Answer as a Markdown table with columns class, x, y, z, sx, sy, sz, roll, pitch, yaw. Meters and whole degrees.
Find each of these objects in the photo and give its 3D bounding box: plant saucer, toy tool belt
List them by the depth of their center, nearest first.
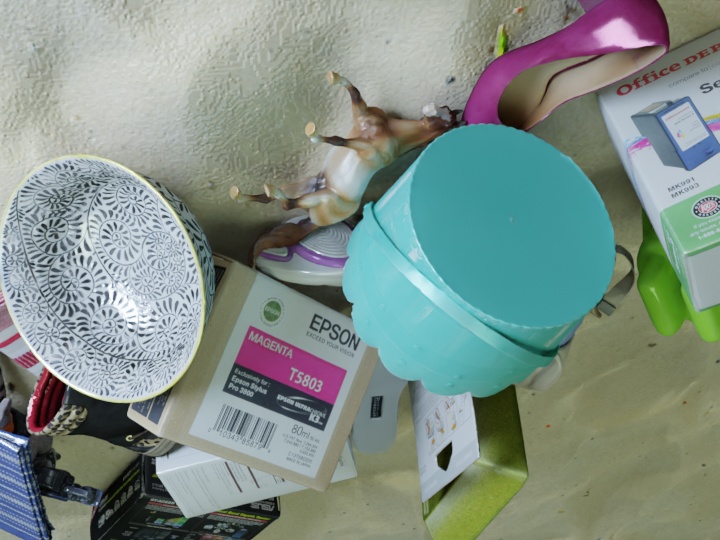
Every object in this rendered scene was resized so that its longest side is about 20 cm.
| class | x | y | z | sx | sy | sz | roll | pitch | yaw |
| --- | --- | --- | --- | --- | --- | --- | --- | --- | --- |
| toy tool belt | 0.193 | 0.015 | 0.894 | 0.124 | 0.123 | 0.201 | 32 | 125 | 3 |
| plant saucer | 0.112 | 0.190 | 0.996 | 0.047 | 0.201 | 0.200 | 12 | 135 | -13 |

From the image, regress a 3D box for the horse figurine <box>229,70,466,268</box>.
| class | x | y | z | sx | sy | sz | roll | pitch | yaw |
| --- | --- | --- | --- | --- | --- | --- | --- | --- | --- |
| horse figurine | -0.022 | -0.083 | 0.739 | 0.132 | 0.050 | 0.200 | 10 | 130 | -50 |

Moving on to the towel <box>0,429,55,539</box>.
| class | x | y | z | sx | sy | sz | roll | pitch | yaw |
| --- | --- | --- | --- | --- | --- | --- | --- | --- | --- |
| towel | -0.374 | 0.196 | 0.874 | 0.144 | 0.024 | 0.201 | 21 | 137 | 9 |

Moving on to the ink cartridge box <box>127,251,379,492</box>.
| class | x | y | z | sx | sy | sz | roll | pitch | yaw |
| --- | --- | --- | --- | --- | --- | --- | --- | --- | --- |
| ink cartridge box | -0.090 | 0.097 | 0.829 | 0.199 | 0.166 | 0.075 | 28 | 171 | -37 |

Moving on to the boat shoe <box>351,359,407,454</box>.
| class | x | y | z | sx | sy | sz | roll | pitch | yaw |
| --- | --- | --- | --- | --- | --- | --- | --- | --- | --- |
| boat shoe | 0.020 | 0.110 | 0.975 | 0.070 | 0.070 | 0.201 | -1 | 128 | -8 |

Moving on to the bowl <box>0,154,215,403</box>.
| class | x | y | z | sx | sy | sz | roll | pitch | yaw |
| --- | --- | --- | --- | --- | --- | --- | --- | --- | --- |
| bowl | -0.192 | -0.002 | 0.739 | 0.199 | 0.094 | 0.203 | 6 | 107 | 20 |

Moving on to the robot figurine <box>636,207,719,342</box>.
| class | x | y | z | sx | sy | sz | roll | pitch | yaw |
| --- | --- | --- | --- | --- | --- | --- | --- | --- | --- |
| robot figurine | 0.325 | -0.031 | 0.795 | 0.175 | 0.200 | 0.116 | 4 | 138 | 50 |

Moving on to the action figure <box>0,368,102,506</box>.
| class | x | y | z | sx | sy | sz | roll | pitch | yaw |
| --- | --- | --- | --- | --- | --- | --- | --- | --- | --- |
| action figure | -0.353 | 0.172 | 0.926 | 0.198 | 0.105 | 0.194 | 10 | 147 | 11 |

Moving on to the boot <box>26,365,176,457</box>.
| class | x | y | z | sx | sy | sz | roll | pitch | yaw |
| --- | --- | --- | --- | --- | --- | --- | --- | --- | --- |
| boot | -0.213 | 0.094 | 0.850 | 0.150 | 0.073 | 0.200 | 17 | 119 | -44 |

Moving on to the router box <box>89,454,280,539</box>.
| class | x | y | z | sx | sy | sz | roll | pitch | yaw |
| --- | --- | --- | --- | --- | --- | --- | --- | --- | --- |
| router box | -0.226 | 0.310 | 1.148 | 0.199 | 0.063 | 0.150 | 20 | 131 | -33 |

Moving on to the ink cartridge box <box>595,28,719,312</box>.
| class | x | y | z | sx | sy | sz | roll | pitch | yaw |
| --- | --- | --- | --- | --- | --- | --- | --- | --- | --- |
| ink cartridge box | 0.292 | -0.090 | 0.708 | 0.144 | 0.201 | 0.088 | -23 | 136 | 14 |

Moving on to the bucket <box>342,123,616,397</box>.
| class | x | y | z | sx | sy | sz | roll | pitch | yaw |
| --- | --- | --- | --- | --- | --- | --- | --- | --- | --- |
| bucket | 0.096 | -0.008 | 0.725 | 0.205 | 0.209 | 0.135 | 3 | 153 | -18 |

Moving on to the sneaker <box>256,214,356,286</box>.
| class | x | y | z | sx | sy | sz | roll | pitch | yaw |
| --- | --- | --- | --- | --- | --- | --- | --- | --- | --- |
| sneaker | 0.000 | 0.000 | 0.832 | 0.198 | 0.075 | 0.100 | -1 | 138 | -13 |

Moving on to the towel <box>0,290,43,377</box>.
| class | x | y | z | sx | sy | sz | roll | pitch | yaw |
| --- | --- | --- | --- | --- | --- | --- | --- | --- | --- |
| towel | -0.277 | 0.072 | 0.886 | 0.143 | 0.023 | 0.200 | -23 | 140 | 13 |

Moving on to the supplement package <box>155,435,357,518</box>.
| class | x | y | z | sx | sy | sz | roll | pitch | yaw |
| --- | --- | --- | --- | --- | --- | --- | --- | --- | --- |
| supplement package | -0.115 | 0.179 | 0.983 | 0.198 | 0.114 | 0.110 | -13 | 139 | 0 |

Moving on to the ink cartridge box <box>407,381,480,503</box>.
| class | x | y | z | sx | sy | sz | roll | pitch | yaw |
| --- | --- | --- | --- | --- | --- | --- | --- | --- | --- |
| ink cartridge box | 0.094 | 0.124 | 0.892 | 0.043 | 0.175 | 0.200 | -1 | 155 | -13 |

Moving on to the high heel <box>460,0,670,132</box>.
| class | x | y | z | sx | sy | sz | roll | pitch | yaw |
| --- | --- | --- | --- | --- | --- | --- | --- | --- | --- |
| high heel | 0.149 | -0.138 | 0.691 | 0.067 | 0.097 | 0.200 | 14 | 134 | -29 |
